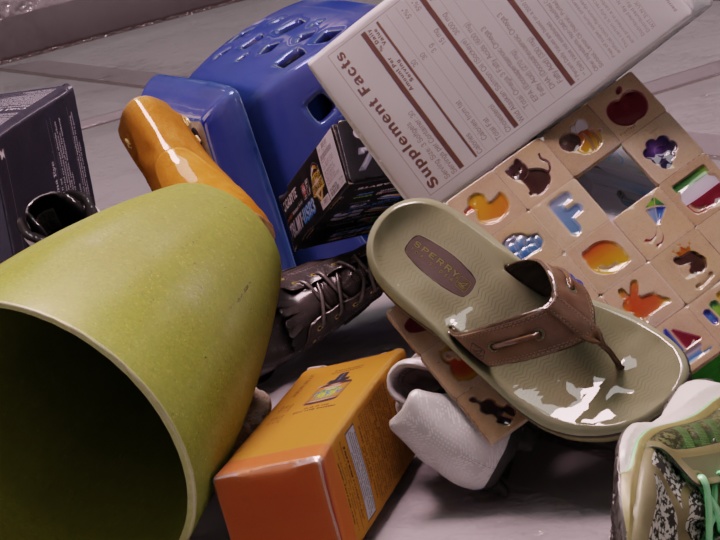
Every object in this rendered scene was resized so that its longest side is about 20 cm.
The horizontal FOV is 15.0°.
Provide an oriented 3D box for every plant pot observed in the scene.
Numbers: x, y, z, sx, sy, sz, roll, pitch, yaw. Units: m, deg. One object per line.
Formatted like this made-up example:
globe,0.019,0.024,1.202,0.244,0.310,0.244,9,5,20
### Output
plant pot,-0.128,0.042,1.535,0.187,0.187,0.200,-3,31,32
plant pot,-0.052,-0.086,2.115,0.180,0.200,0.200,-24,17,-21

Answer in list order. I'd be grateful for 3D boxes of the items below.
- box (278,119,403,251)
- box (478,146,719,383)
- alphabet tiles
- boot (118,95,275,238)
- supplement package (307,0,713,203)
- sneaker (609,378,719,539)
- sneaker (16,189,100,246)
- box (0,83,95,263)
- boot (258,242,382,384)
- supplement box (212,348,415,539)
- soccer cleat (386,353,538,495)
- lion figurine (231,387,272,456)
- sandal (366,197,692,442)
box,0.059,-0.074,1.874,0.200,0.050,0.199,-12,-8,-14
box,0.178,0.001,1.619,0.200,0.097,0.176,18,22,15
alphabet tiles,0.123,0.003,1.516,0.200,0.167,0.008,-35,-23,-9
boot,-0.121,-0.057,1.867,0.071,0.144,0.201,-30,-9,-6
supplement package,0.089,-0.139,1.599,0.200,0.117,0.117,-37,0,16
sneaker,0.182,0.108,1.373,0.089,0.077,0.200,6,22,23
sneaker,-0.177,-0.004,1.771,0.076,0.115,0.200,-30,13,-15
box,-0.261,-0.014,1.948,0.104,0.200,0.182,-6,13,13
boot,0.000,0.000,1.850,0.174,0.069,0.200,-27,4,27
supplement box,-0.019,0.106,1.536,0.066,0.069,0.200,-12,14,18
soccer cleat,0.060,0.064,1.583,0.086,0.070,0.200,29,15,-3
lion figurine,-0.141,0.108,1.664,0.200,0.073,0.123,-23,18,12
sandal,0.084,0.025,1.475,0.201,0.057,0.080,32,73,19
